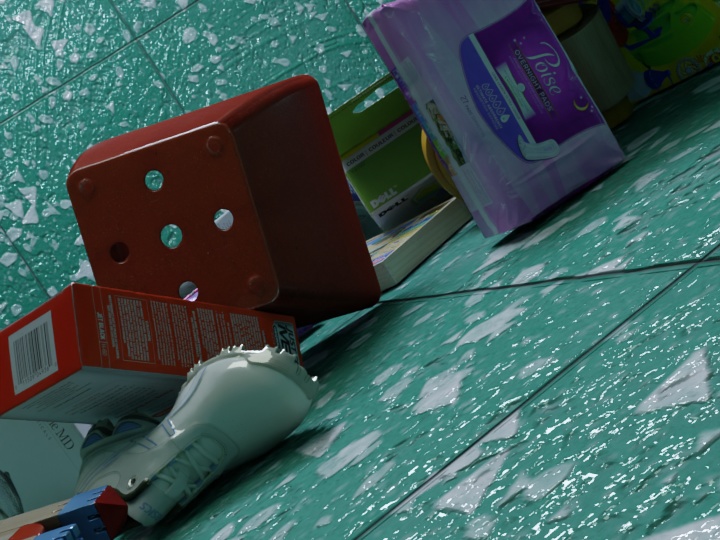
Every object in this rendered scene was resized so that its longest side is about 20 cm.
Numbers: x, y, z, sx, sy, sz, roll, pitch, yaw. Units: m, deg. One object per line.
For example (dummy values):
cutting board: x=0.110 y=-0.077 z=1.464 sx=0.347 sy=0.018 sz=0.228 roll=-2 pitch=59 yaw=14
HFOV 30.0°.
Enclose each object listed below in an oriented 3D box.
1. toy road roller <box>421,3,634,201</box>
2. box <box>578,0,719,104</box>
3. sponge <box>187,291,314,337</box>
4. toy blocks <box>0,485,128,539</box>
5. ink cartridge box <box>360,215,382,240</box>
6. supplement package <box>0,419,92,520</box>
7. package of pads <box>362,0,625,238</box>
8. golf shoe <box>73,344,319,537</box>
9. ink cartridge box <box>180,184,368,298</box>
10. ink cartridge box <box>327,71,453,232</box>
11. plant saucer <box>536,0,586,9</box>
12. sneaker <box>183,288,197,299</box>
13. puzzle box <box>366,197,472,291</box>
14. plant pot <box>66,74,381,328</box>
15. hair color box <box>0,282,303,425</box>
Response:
toy road roller: x=0.148 y=-0.137 z=1.164 sx=0.199 sy=0.123 sz=0.146 roll=-32 pitch=24 yaw=5
box: x=0.264 y=-0.279 z=1.232 sx=0.122 sy=0.201 sz=0.192 roll=-39 pitch=9 yaw=-39
sponge: x=-0.142 y=0.071 z=1.188 sx=0.111 sy=0.030 sz=0.200 roll=24 pitch=49 yaw=40
toy blocks: x=-0.205 y=0.187 z=0.742 sx=0.136 sy=0.100 sz=0.200 roll=-19 pitch=11 yaw=17
ink cartridge box: x=0.049 y=-0.107 z=1.500 sx=0.199 sy=0.084 sz=0.145 roll=-30 pitch=7 yaw=28
supplement package: x=-0.322 y=0.177 z=1.150 sx=0.200 sy=0.117 sz=0.117 roll=-35 pitch=7 yaw=-4
package of pads: x=0.103 y=-0.138 z=1.028 sx=0.120 sy=0.201 sz=0.076 roll=-32 pitch=3 yaw=-17
golf shoe: x=-0.107 y=0.121 z=0.850 sx=0.200 sy=0.078 sz=0.097 roll=-33 pitch=27 yaw=31
ink cartridge box: x=-0.104 y=-0.029 z=1.395 sx=0.200 sy=0.043 sz=0.196 roll=-33 pitch=-12 yaw=27
ink cartridge box: x=0.051 y=-0.119 z=1.288 sx=0.147 sy=0.076 sz=0.200 roll=-33 pitch=-19 yaw=4
plant saucer: x=0.142 y=-0.260 z=1.076 sx=0.199 sy=0.037 sz=0.200 roll=-6 pitch=-16 yaw=26
sneaker: x=-0.124 y=0.044 z=1.329 sx=0.200 sy=0.082 sz=0.088 roll=-28 pitch=0 yaw=-43
puzzle box: x=0.000 y=0.000 z=1.253 sx=0.200 sy=0.025 sz=0.133 roll=-26 pitch=12 yaw=46
plant pot: x=-0.119 y=-0.032 z=1.046 sx=0.199 sy=0.201 sz=0.176 roll=-17 pitch=3 yaw=13
hair color box: x=-0.143 y=0.065 z=0.929 sx=0.101 sy=0.062 sz=0.199 roll=-28 pitch=-26 yaw=35
